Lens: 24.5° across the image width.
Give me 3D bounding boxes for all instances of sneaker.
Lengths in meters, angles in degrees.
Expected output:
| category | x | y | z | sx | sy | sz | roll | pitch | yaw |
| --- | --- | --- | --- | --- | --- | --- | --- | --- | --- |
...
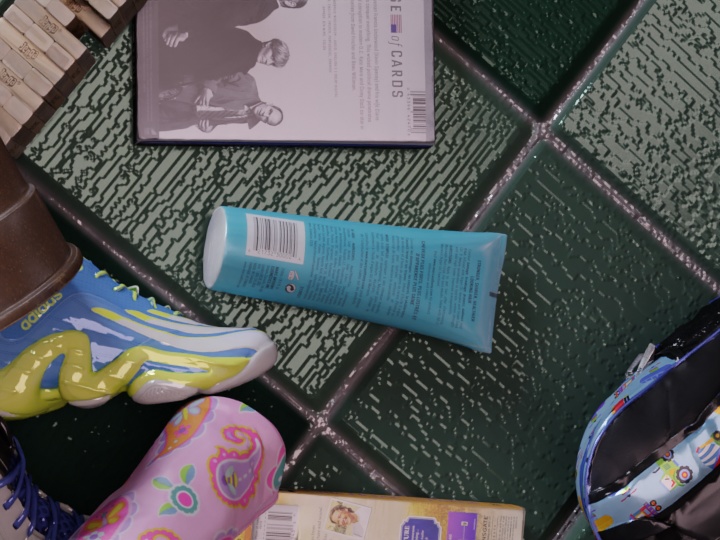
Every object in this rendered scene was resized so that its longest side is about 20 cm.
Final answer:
| category | x | y | z | sx | sy | sz | roll | pitch | yaw |
| --- | --- | --- | --- | --- | --- | --- | --- | --- | --- |
| sneaker | -0.205 | 0.152 | 0.981 | 0.197 | 0.081 | 0.116 | 12 | 116 | -12 |
| sneaker | -0.152 | 0.031 | 1.022 | 0.197 | 0.076 | 0.107 | -7 | 89 | -13 |

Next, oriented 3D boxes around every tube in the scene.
| category | x | y | z | sx | sy | sz | roll | pitch | yaw |
| --- | --- | --- | --- | --- | --- | --- | --- | --- | --- |
| tube | 0.000 | 0.000 | 1.070 | 0.198 | 0.050 | 0.079 | 10 | 90 | -18 |

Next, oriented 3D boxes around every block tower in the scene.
| category | x | y | z | sx | sy | sz | roll | pitch | yaw |
| --- | --- | --- | --- | --- | --- | --- | --- | --- | --- |
| block tower | -0.178 | -0.158 | 1.018 | 0.058 | 0.054 | 0.200 | 41 | 87 | -1 |

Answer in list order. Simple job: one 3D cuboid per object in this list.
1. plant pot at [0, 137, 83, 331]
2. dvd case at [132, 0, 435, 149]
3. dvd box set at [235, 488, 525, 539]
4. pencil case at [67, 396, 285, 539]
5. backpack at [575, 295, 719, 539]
| category | x | y | z | sx | sy | sz | roll | pitch | yaw |
| --- | --- | --- | --- | --- | --- | --- | --- | --- | --- |
| plant pot | -0.280 | -0.057 | 0.911 | 0.198 | 0.200 | 0.200 | -24 | 106 | -13 |
| dvd case | -0.049 | -0.156 | 1.078 | 0.197 | 0.025 | 0.153 | 0 | 88 | -14 |
| dvd box set | 0.005 | 0.219 | 1.077 | 0.197 | 0.029 | 0.148 | 5 | 88 | -14 |
| pencil case | -0.118 | 0.158 | 0.949 | 0.088 | 0.087 | 0.200 | 47 | 41 | -8 |
| backpack | 0.229 | 0.131 | 1.081 | 0.199 | 0.134 | 0.184 | -36 | 97 | -13 |
